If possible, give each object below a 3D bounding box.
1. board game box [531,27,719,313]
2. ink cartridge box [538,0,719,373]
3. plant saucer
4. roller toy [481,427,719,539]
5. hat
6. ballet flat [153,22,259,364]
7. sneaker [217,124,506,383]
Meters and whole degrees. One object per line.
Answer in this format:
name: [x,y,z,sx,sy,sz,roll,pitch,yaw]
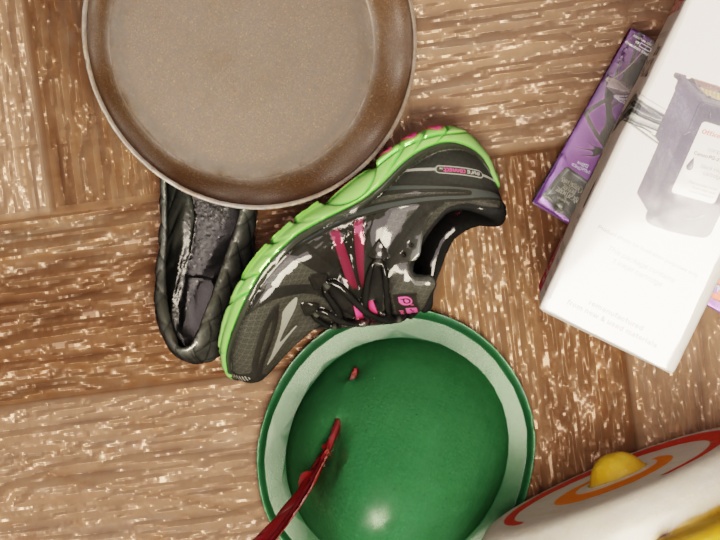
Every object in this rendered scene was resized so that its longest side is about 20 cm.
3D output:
board game box: [0.215,-0.042,1.370,0.199,0.032,0.121,29,99,2]
ink cartridge box: [0.176,-0.057,1.284,0.084,0.145,0.201,26,96,2]
plant saucer: [-0.066,-0.134,1.353,0.199,0.032,0.202,1,85,-18]
roller toy: [0.163,0.168,1.303,0.181,0.200,0.141,-22,91,24]
hat: [0.010,0.125,1.314,0.165,0.176,0.201,25,94,2]
ballet flat: [-0.089,-0.045,1.372,0.066,0.057,0.202,0,92,4]
sneaker: [0.000,0.000,1.350,0.200,0.077,0.084,-40,72,2]
